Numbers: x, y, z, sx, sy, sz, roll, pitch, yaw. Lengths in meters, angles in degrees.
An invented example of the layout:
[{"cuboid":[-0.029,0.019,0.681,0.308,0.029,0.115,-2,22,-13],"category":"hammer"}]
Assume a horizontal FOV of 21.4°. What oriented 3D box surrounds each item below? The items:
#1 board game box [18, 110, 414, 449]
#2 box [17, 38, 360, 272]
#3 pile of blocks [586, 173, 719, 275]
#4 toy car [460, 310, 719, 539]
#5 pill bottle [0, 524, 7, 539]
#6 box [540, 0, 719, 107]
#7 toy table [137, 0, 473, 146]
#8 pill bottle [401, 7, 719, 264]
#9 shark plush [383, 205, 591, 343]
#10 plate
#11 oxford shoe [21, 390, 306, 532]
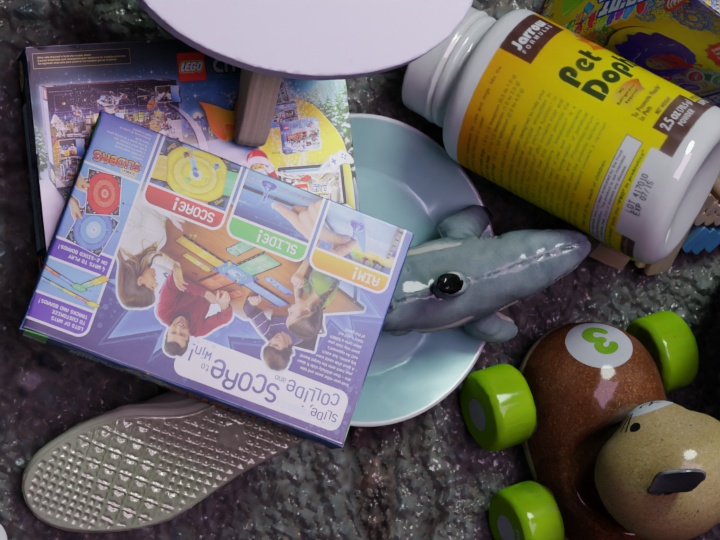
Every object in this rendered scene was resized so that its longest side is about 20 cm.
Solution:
[{"cuboid":[-0.083,0.007,1.112,0.198,0.034,0.137,22,79,-9],"category":"board game box"},{"cuboid":[-0.102,-0.071,1.162,0.198,0.038,0.138,-5,86,-18],"category":"box"},{"cuboid":[0.220,-0.050,1.344,0.199,0.083,0.062,-8,46,-37],"category":"pile of blocks"},{"cuboid":[0.187,0.109,1.219,0.163,0.200,0.159,-16,93,-23],"category":"toy car"},{"cuboid":[-0.293,0.116,1.030,0.200,0.104,0.104,47,67,-16],"category":"pill bottle"},{"cuboid":[0.239,-0.212,1.279,0.121,0.200,0.194,30,72,-22],"category":"box"},{"cuboid":[-0.044,-0.168,1.102,0.198,0.117,0.186,18,85,-11],"category":"toy table"},{"cuboid":[0.129,-0.095,1.223,0.199,0.109,0.110,29,69,17],"category":"pill bottle"},{"cuboid":[0.044,0.001,1.197,0.198,0.083,0.092,-1,87,-28],"category":"shark plush"},{"cuboid":[0.000,0.000,1.236,0.198,0.026,0.202,2,85,-26],"category":"plate"},{"cuboid":[-0.108,0.102,1.154,0.198,0.058,0.076,-23,106,-10],"category":"oxford shoe"}]
